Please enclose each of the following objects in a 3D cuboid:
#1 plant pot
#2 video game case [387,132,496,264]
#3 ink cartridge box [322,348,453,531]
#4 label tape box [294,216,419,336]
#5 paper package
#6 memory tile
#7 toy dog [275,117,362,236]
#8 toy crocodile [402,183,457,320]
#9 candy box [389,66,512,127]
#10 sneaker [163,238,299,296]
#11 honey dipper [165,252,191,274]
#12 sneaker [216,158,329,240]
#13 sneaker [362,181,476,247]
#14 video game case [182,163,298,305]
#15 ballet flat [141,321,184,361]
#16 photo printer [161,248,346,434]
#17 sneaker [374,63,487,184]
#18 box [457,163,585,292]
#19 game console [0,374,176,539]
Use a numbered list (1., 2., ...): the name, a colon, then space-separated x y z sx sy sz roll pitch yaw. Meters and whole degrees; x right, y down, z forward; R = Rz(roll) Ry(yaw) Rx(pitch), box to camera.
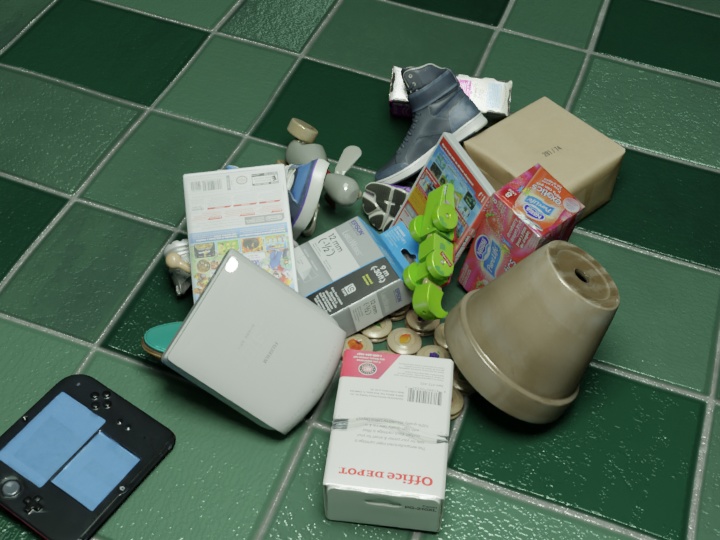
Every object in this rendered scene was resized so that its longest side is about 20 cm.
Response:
1. plant pot: 0.232 0.063 1.356 0.197 0.174 0.202 25 34 -18
2. video game case: 0.110 -0.074 1.519 0.017 0.202 0.144 5 39 -36
3. ink cartridge box: 0.037 0.206 1.302 0.142 0.085 0.202 5 48 4
4. label tape box: 0.000 0.000 1.489 0.198 0.067 0.144 -28 49 -7
5. paper package: 0.285 -0.159 1.679 0.198 0.105 0.190 -30 55 -29
6. memory tile: 0.080 0.110 1.457 0.198 0.017 0.153 28 50 22
7. toy dog: -0.054 -0.150 1.647 0.095 0.132 0.202 9 43 -43
8. toy crocodile: 0.104 -0.029 1.443 0.061 0.067 0.203 28 54 -27
9. candy box: 0.147 -0.286 1.768 0.196 0.136 0.062 7 89 3
10. sneaker: -0.181 -0.004 1.524 0.196 0.075 0.084 -8 74 -14
11. honey dipper: -0.176 0.029 1.439 0.197 0.038 0.038 26 47 2
12. sneaker: -0.138 -0.115 1.516 0.144 0.200 0.082 23 59 -10
13. sneaker: 0.098 -0.090 1.630 0.196 0.082 0.084 17 29 2
14. video game case: -0.161 -0.039 1.429 0.140 0.018 0.204 -6 76 -5
15. ballet flat: -0.187 0.104 1.399 0.196 0.073 0.068 -8 47 -12
16. photo printer: -0.126 0.096 1.335 0.199 0.069 0.168 35 84 -11
17. sneaker: 0.079 -0.236 1.668 0.201 0.147 0.077 -34 10 9
18. box: 0.220 -0.036 1.476 0.099 0.201 0.096 -32 65 -30
19. game console: -0.350 0.227 1.294 0.175 0.031 0.200 26 50 20
